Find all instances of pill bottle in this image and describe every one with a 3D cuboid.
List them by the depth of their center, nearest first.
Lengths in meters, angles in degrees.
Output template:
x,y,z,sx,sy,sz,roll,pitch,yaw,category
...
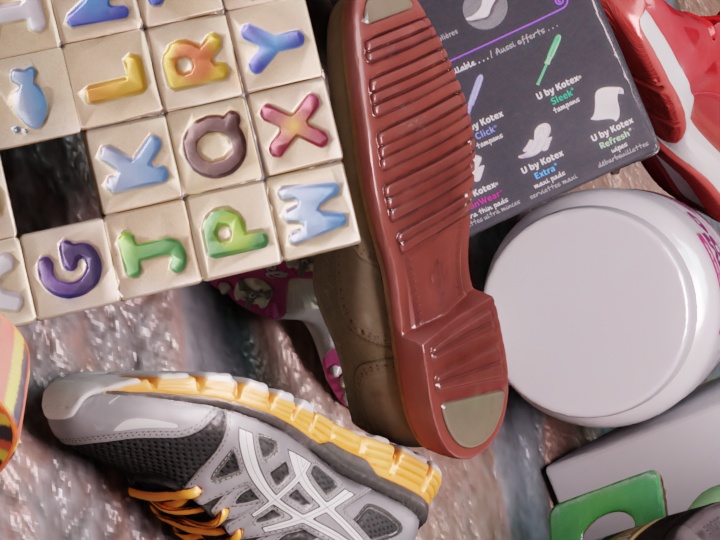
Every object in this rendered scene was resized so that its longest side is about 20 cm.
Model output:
x,y,z,sx,sy,sz,roll,pitch,yaw,category
0.120,0.017,1.329,0.200,0.113,0.114,-10,78,-78,pill bottle

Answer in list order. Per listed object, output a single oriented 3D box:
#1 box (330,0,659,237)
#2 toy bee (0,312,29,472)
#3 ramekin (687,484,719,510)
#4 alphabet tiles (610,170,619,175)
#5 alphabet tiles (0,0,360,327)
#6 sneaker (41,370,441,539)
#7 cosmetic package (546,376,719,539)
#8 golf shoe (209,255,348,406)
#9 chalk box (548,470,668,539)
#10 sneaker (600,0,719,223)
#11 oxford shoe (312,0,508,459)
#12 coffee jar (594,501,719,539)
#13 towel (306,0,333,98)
x,y,z,sx,sy,sz,roll,pitch,yaw,category
0.039,-0.134,1.198,0.122,0.106,0.200,-102,167,-66,box
-0.168,0.010,0.923,0.200,0.109,0.131,19,56,-53,toy bee
0.228,0.176,1.215,0.200,0.098,0.200,38,40,-42,ramekin
0.120,-0.155,1.451,0.200,0.006,0.167,96,-18,-45,alphabet tiles
-0.099,-0.089,1.061,0.167,0.008,0.201,-14,92,-17,alphabet tiles
-0.046,0.089,1.106,0.200,0.078,0.077,24,75,-39,sneaker
0.236,0.102,1.424,0.199,0.200,0.123,-19,84,-61,cosmetic package
0.000,0.000,1.240,0.200,0.075,0.092,45,33,-36,golf shoe
0.128,0.193,1.265,0.124,0.124,0.201,15,57,-55,chalk box
0.169,-0.117,1.358,0.116,0.078,0.200,-52,148,-10,sneaker
0.004,-0.019,1.133,0.070,0.075,0.201,-21,107,-48,oxford shoe
0.082,0.161,1.131,0.104,0.200,0.086,-19,87,-61,coffee jar
-0.042,-0.132,1.243,0.133,0.034,0.200,52,12,-23,towel
